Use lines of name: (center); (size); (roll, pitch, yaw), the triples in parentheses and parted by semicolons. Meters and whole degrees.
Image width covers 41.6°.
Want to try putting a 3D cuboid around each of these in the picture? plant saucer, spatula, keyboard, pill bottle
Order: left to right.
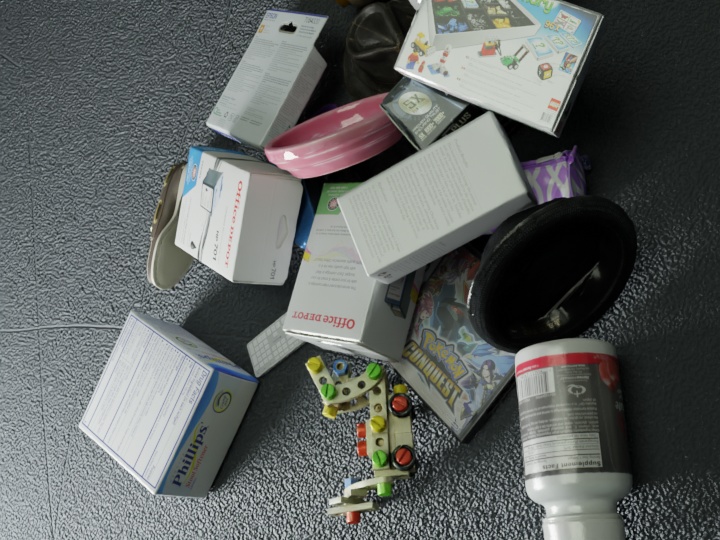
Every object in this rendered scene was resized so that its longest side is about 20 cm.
keyboard: (-0.077, 0.068, 1.283); (0.199, 0.011, 0.057); (-38, 58, 19)
plant saucer: (-0.023, -0.169, 1.205); (0.197, 0.200, 0.052); (-10, 110, 32)
spatula: (-0.017, -0.159, 1.301); (0.056, 0.021, 0.201); (-39, 60, 7)
pill bottle: (0.221, 0.181, 0.980); (0.109, 0.110, 0.204); (-13, 69, 31)

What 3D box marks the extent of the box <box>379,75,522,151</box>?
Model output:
box: (0.143, -0.219, 1.114); (0.200, 0.163, 0.086); (-46, 68, 15)

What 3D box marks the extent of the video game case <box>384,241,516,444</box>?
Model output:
video game case: (0.116, 0.071, 1.139); (0.182, 0.025, 0.200); (-53, 54, 10)

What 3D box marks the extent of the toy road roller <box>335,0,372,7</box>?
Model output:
toy road roller: (-0.009, -0.485, 1.309); (0.121, 0.145, 0.204); (-20, 59, 28)

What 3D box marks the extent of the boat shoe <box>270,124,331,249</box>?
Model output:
boat shoe: (-0.076, -0.107, 1.301); (0.084, 0.068, 0.204); (-29, 58, 35)

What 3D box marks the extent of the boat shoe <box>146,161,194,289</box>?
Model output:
boat shoe: (-0.282, -0.070, 1.431); (0.059, 0.071, 0.204); (4, 75, 41)

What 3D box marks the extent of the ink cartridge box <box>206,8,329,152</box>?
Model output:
ink cartridge box: (-0.126, -0.274, 1.365); (0.196, 0.043, 0.202); (29, 89, 55)

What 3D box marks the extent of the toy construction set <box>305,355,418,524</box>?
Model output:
toy construction set: (0.003, 0.199, 1.138); (0.128, 0.092, 0.204); (-6, 79, 7)

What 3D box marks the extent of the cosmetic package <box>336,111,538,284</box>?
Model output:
cosmetic package: (0.085, -0.077, 1.051); (0.198, 0.071, 0.103); (-27, 73, 16)

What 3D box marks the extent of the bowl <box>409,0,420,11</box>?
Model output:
bowl: (0.162, -0.354, 1.146); (0.198, 0.199, 0.076); (-30, 88, 22)

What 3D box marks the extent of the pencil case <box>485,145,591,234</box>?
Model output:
pencil case: (0.166, -0.088, 1.100); (0.196, 0.086, 0.085); (-9, 42, 24)

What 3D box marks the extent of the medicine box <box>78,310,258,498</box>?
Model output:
medicine box: (-0.270, 0.186, 1.323); (0.198, 0.102, 0.185); (27, 92, 36)

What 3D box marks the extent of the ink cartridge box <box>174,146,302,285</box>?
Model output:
ink cartridge box: (-0.170, -0.078, 1.296); (0.199, 0.085, 0.149); (27, 108, 55)

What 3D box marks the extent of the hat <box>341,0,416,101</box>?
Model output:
hat: (0.039, -0.306, 1.271); (0.197, 0.081, 0.205); (-11, 70, 31)

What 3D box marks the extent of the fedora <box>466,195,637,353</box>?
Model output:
fedora: (0.193, -0.010, 1.020); (0.201, 0.199, 0.092); (-46, 36, 14)

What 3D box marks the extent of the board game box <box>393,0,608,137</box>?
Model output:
board game box: (0.145, -0.237, 1.005); (0.198, 0.034, 0.128); (27, 98, 24)

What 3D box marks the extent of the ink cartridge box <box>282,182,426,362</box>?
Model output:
ink cartridge box: (0.000, 0.000, 1.179); (0.144, 0.087, 0.204); (4, 72, 44)
